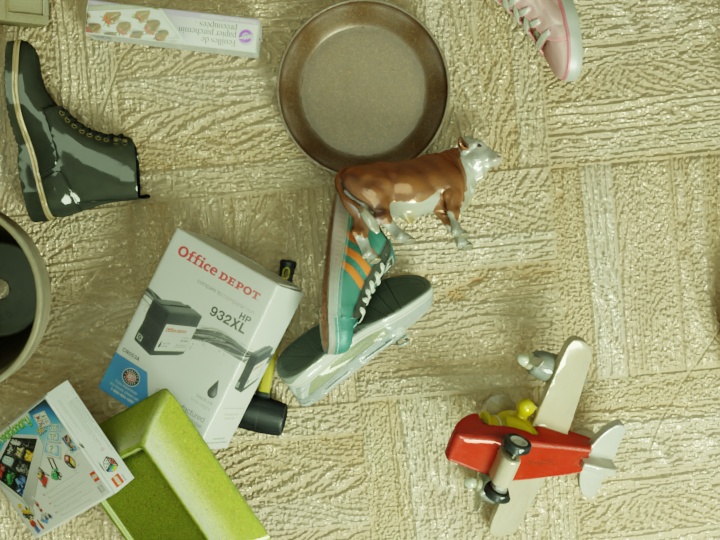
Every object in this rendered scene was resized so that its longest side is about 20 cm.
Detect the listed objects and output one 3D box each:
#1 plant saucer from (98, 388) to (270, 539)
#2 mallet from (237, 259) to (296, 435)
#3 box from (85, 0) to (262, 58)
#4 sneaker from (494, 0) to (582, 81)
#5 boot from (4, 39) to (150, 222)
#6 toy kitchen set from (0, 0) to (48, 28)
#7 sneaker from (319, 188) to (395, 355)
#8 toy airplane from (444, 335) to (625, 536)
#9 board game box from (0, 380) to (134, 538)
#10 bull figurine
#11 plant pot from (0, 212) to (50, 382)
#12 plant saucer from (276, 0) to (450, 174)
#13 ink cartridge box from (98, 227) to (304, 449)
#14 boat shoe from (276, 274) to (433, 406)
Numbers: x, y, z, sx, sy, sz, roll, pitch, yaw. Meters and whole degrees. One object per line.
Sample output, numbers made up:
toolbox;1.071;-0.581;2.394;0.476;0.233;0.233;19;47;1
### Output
plant saucer;-0.220;0.249;1.172;0.199;0.048;0.201;-28;98;43
mallet;-0.112;0.087;1.241;0.065;0.041;0.203;4;87;2
box;-0.212;-0.275;1.222;0.197;0.041;0.039;7;92;0
sneaker;0.181;-0.302;1.204;0.103;0.075;0.203;-12;85;-4
boot;-0.321;-0.165;1.216;0.136;0.078;0.203;-8;105;-4
toy kitchen set;-0.478;-0.360;1.203;0.198;0.179;0.166;-3;97;-40
sneaker;0.000;0.000;1.190;0.079;0.072;0.203;9;65;-7
toy airplane;0.194;0.187;1.206;0.199;0.141;0.200;-37;130;-7
board game box;-0.341;0.213;1.183;0.199;0.035;0.127;-32;92;42
bull figurine;0.070;-0.082;1.183;0.197;0.065;0.123;-10;68;-17
plant pot;-0.419;0.024;1.166;0.197;0.174;0.203;0;93;-1
plant saucer;0.003;-0.205;1.228;0.197;0.037;0.204;0;91;0
ink cartridge box;-0.176;0.076;1.195;0.144;0.084;0.202;28;92;18
boat shoe;0.000;0.077;1.222;0.201;0.074;0.065;-36;126;-7
